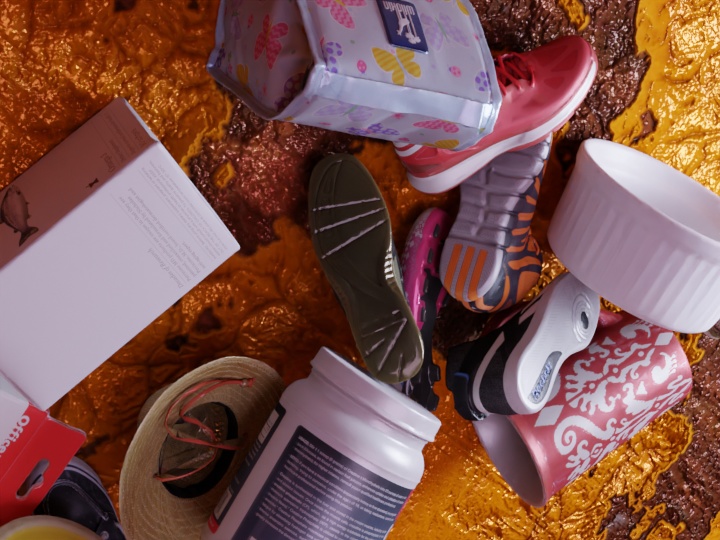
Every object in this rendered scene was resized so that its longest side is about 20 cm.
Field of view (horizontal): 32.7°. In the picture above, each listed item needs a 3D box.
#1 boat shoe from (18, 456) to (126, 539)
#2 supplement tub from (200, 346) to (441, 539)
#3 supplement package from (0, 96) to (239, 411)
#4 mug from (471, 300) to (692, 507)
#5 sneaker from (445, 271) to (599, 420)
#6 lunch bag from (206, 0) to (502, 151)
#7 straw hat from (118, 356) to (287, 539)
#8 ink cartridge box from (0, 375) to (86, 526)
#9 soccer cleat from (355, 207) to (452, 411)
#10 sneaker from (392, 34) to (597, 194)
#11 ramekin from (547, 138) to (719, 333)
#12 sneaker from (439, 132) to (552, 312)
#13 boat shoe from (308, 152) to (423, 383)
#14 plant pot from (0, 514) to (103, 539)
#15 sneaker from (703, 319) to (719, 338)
[{"bbox_3d":[-0.239,0.249,1.094,0.071,0.068,0.202,-30,126,-20],"label":"boat shoe"},{"bbox_3d":[-0.033,0.183,1.043,0.140,0.140,0.202,32,90,-35],"label":"supplement tub"},{"bbox_3d":[-0.215,-0.015,0.948,0.199,0.117,0.118,-40,126,-4],"label":"supplement package"},{"bbox_3d":[0.220,0.113,1.227,0.198,0.133,0.179,-28,126,-15],"label":"mug"},{"bbox_3d":[0.143,0.064,1.153,0.200,0.111,0.074,-44,115,-47],"label":"sneaker"},{"bbox_3d":[-0.002,-0.165,0.929,0.167,0.200,0.129,6,113,-28],"label":"lunch bag"},{"bbox_3d":[-0.151,0.147,1.076,0.199,0.085,0.204,-24,128,-34],"label":"straw hat"},{"bbox_3d":[-0.335,0.121,0.986,0.199,0.067,0.117,34,97,-35],"label":"ink cartridge box"},{"bbox_3d":[0.035,0.040,1.134,0.070,0.085,0.203,10,89,-57],"label":"soccer cleat"},{"bbox_3d":[0.110,-0.158,1.049,0.199,0.078,0.116,-39,138,-3],"label":"sneaker"},{"bbox_3d":[0.271,-0.030,1.142,0.198,0.201,0.099,13,117,-31],"label":"ramekin"},{"bbox_3d":[0.136,-0.057,1.138,0.112,0.077,0.202,29,83,-60],"label":"sneaker"},{"bbox_3d":[0.001,0.000,1.071,0.071,0.066,0.204,-19,88,-6],"label":"boat shoe"},{"bbox_3d":[-0.280,0.311,1.004,0.199,0.202,0.190,15,123,-32],"label":"plant pot"},{"bbox_3d":[0.380,0.007,1.276,0.077,0.089,0.201,-38,125,-4],"label":"sneaker"}]
